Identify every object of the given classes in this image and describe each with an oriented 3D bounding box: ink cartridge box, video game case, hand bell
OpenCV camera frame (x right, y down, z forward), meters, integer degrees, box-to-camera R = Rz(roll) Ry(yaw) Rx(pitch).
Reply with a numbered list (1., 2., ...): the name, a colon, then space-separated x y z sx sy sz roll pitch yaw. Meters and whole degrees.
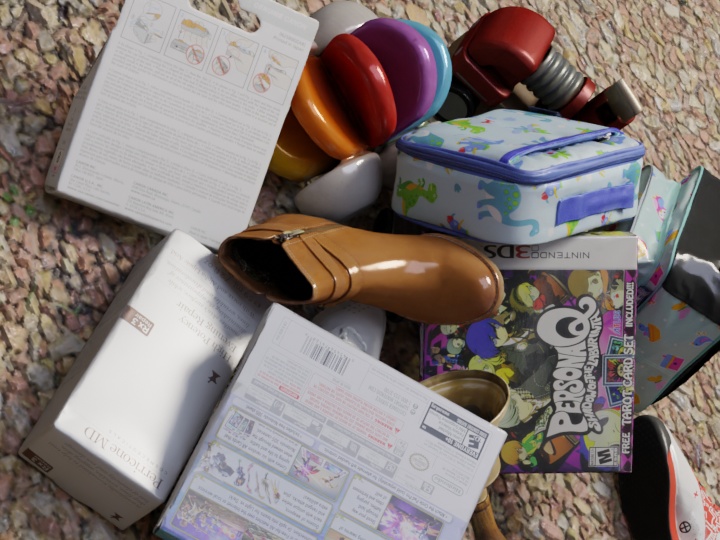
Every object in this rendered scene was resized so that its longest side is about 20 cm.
1. ink cartridge box: -0.139 -0.129 1.241 0.161 0.057 0.202 20 85 -27
2. video game case: -0.020 0.152 1.129 0.199 0.045 0.182 29 69 -5
3. hand bell: 0.095 0.193 1.274 0.104 0.103 0.202 -42 124 -42
4. video game case: 0.138 0.068 1.312 0.179 0.036 0.202 1 96 -5

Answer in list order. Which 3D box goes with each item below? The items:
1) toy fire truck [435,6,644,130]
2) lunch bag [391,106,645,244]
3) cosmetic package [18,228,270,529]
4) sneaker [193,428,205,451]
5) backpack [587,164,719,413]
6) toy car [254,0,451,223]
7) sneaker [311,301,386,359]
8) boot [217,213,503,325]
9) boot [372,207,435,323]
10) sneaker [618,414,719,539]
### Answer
1. toy fire truck: 0.179 -0.166 1.455 0.176 0.200 0.129 42 48 -12
2. lunch bag: 0.137 -0.079 1.325 0.199 0.160 0.083 -15 117 -46
3. cosmetic package: -0.156 0.078 1.171 0.101 0.074 0.201 37 50 -15
4. sneaker: -0.110 0.202 1.145 0.081 0.077 0.202 3 65 -27
5. backpack: 0.262 0.020 1.428 0.152 0.201 0.176 25 43 0
6. toy car: 0.000 -0.152 1.348 0.199 0.150 0.176 -28 85 -42
7. sneaker: -0.020 0.090 1.257 0.074 0.087 0.201 38 49 -12
8. boot: 0.000 0.000 1.220 0.199 0.077 0.155 23 13 20
9. boot: 0.080 0.041 1.378 0.131 0.070 0.201 0 57 -33
10. sneaker: 0.305 0.229 1.445 0.107 0.067 0.203 -2 73 -38
